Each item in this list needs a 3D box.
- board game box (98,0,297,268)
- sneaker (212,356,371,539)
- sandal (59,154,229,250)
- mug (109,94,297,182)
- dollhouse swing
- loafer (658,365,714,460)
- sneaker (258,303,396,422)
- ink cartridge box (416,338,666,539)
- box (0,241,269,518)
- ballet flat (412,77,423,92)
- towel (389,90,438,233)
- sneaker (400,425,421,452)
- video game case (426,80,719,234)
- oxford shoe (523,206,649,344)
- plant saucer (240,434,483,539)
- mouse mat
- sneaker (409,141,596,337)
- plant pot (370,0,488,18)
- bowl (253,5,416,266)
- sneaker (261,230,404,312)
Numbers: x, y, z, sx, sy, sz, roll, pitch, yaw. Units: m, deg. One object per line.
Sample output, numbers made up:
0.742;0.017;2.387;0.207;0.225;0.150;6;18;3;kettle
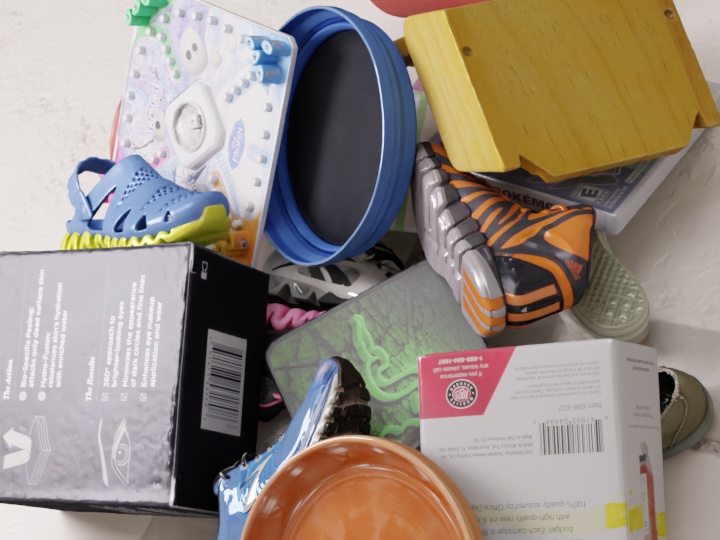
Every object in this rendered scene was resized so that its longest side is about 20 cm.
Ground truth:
-0.142;-0.119;1.499;0.199;0.026;0.202;27;113;40;board game box
-0.063;0.150;1.320;0.089;0.078;0.201;28;92;27;sneaker
-0.182;-0.053;1.474;0.199;0.079;0.088;-3;92;44;sandal
-0.111;-0.114;1.580;0.199;0.178;0.134;10;64;32;mug
0.129;-0.134;1.410;0.199;0.176;0.183;-13;76;-27;dollhouse swing
0.149;0.121;1.263;0.199;0.070;0.075;-33;56;2;loafer
-0.047;0.079;1.445;0.199;0.079;0.096;8;76;38;sneaker
0.120;0.152;1.188;0.144;0.083;0.202;-6;81;28;ink cartridge box
-0.187;0.089;1.421;0.198;0.117;0.199;-2;78;29;box
0.045;-0.103;1.550;0.071;0.069;0.200;15;56;37;ballet flat
0.093;-0.090;1.489;0.198;0.023;0.154;5;54;7;towel
0.002;0.188;1.271;0.201;0.076;0.091;-58;35;2;sneaker
0.169;-0.113;1.447;0.181;0.023;0.200;18;45;28;video game case
0.163;-0.007;1.387;0.075;0.058;0.201;-23;48;-4;oxford shoe
0.002;0.209;1.188;0.199;0.032;0.202;-5;81;37;plant saucer
0.031;0.105;1.349;0.160;0.008;0.201;-28;68;5;mouse mat
0.109;-0.031;1.345;0.111;0.078;0.201;-13;45;-12;sneaker
0.094;-0.309;1.629;0.176;0.201;0.201;-4;49;40;plant pot
-0.024;-0.104;1.418;0.200;0.039;0.203;-1;89;56;bowl
0.000;0.000;1.463;0.199;0.074;0.089;12;72;37;sneaker
